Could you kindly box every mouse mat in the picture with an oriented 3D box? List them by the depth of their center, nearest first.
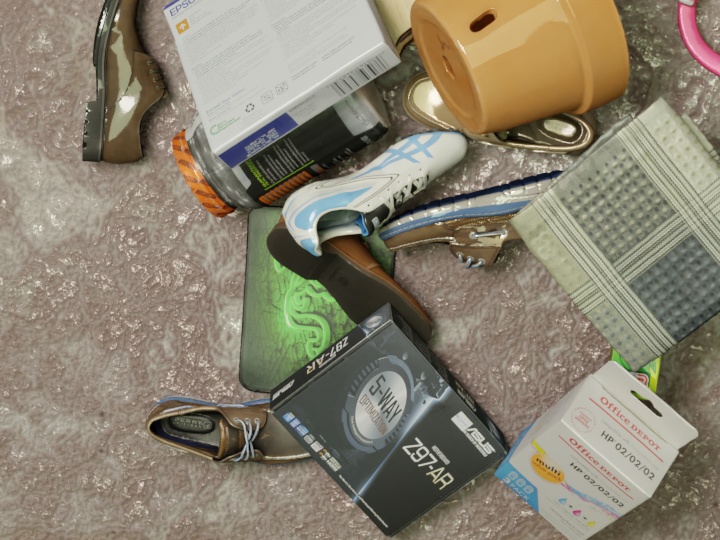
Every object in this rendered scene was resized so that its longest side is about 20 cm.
[{"bbox_3d":[-0.046,0.037,1.659,0.159,0.008,0.202,5,98,8],"label":"mouse mat"}]

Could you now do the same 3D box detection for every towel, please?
[{"bbox_3d":[0.270,-0.035,1.484,0.192,0.035,0.200,-39,94,15],"label":"towel"}]

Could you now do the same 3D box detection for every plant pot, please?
[{"bbox_3d":[0.138,-0.218,1.472,0.139,0.200,0.201,-28,93,-9],"label":"plant pot"}]

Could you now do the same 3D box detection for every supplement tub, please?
[{"bbox_3d":[-0.081,-0.143,1.579,0.199,0.123,0.123,-29,93,12],"label":"supplement tub"}]

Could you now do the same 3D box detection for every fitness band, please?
[{"bbox_3d":[0.391,-0.280,1.525,0.143,0.037,0.201,27,103,4],"label":"fitness band"}]

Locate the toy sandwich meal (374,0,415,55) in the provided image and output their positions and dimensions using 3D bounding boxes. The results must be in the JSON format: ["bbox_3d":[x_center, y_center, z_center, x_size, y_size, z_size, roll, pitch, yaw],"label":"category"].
[{"bbox_3d":[0.052,-0.311,1.558,0.203,0.070,0.207,1,99,9],"label":"toy sandwich meal"}]

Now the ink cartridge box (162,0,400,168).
[{"bbox_3d":[-0.080,-0.226,1.518,0.199,0.041,0.201,-30,56,13],"label":"ink cartridge box"}]

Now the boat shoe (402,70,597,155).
[{"bbox_3d":[0.137,-0.159,1.570,0.198,0.065,0.072,11,100,7],"label":"boat shoe"}]

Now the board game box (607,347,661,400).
[{"bbox_3d":[0.279,0.016,1.554,0.047,0.102,0.202,8,100,8],"label":"board game box"}]

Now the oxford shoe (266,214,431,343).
[{"bbox_3d":[0.000,0.000,1.612,0.200,0.071,0.071,40,132,-12],"label":"oxford shoe"}]

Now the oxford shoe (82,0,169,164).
[{"bbox_3d":[-0.237,-0.210,1.630,0.084,0.073,0.202,6,102,-8],"label":"oxford shoe"}]

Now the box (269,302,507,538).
[{"bbox_3d":[0.029,0.156,1.615,0.160,0.044,0.200,-36,111,12],"label":"box"}]

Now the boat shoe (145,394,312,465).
[{"bbox_3d":[-0.130,0.174,1.659,0.198,0.072,0.073,1,98,9],"label":"boat shoe"}]

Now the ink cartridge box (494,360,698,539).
[{"bbox_3d":[0.227,0.181,1.545,0.115,0.068,0.200,40,146,2],"label":"ink cartridge box"}]

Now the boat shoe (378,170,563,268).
[{"bbox_3d":[0.118,-0.041,1.580,0.198,0.072,0.073,-14,98,11],"label":"boat shoe"}]

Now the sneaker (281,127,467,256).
[{"bbox_3d":[0.021,-0.076,1.551,0.199,0.072,0.073,-27,66,-9],"label":"sneaker"}]
